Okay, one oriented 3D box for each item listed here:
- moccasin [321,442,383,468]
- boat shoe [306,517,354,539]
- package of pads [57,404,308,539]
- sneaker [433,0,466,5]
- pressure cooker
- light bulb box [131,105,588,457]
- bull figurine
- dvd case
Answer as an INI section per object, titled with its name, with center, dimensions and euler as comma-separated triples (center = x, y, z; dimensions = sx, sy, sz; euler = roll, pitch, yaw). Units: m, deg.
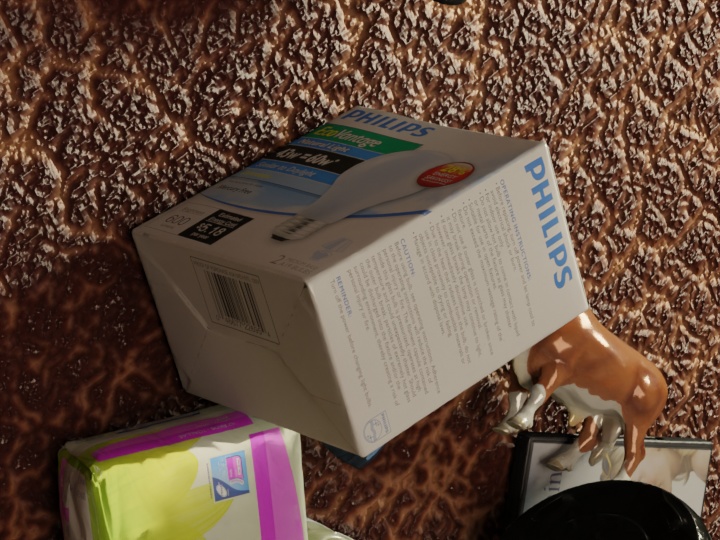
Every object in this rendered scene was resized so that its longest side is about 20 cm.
[moccasin]
center = 0.047, 0.055, 1.590
dimensions = 0.200, 0.080, 0.068
euler = -40, 106, -7
[boat shoe]
center = 0.010, 0.230, 1.601
dimensions = 0.200, 0.062, 0.072
euler = 33, 78, -37
[package of pads]
center = -0.111, 0.193, 1.483
dimensions = 0.154, 0.068, 0.201
euler = -13, 107, -25
[sneaker]
center = -0.016, -0.205, 1.497
dimensions = 0.199, 0.074, 0.089
euler = 27, 82, -28
[pressure cooker]
center = 0.186, 0.274, 1.649
dimensions = 0.178, 0.176, 0.201
euler = -34, 124, -15
[light bulb box]
center = 0.000, 0.000, 1.464
dimensions = 0.199, 0.198, 0.125
euler = -31, 118, -30
[bull figurine]
center = 0.147, 0.073, 1.667
dimensions = 0.200, 0.065, 0.122
euler = 33, 73, -32
[dvd case]
center = 0.186, 0.196, 1.759
dimensions = 0.199, 0.018, 0.144
euler = 5, 96, -38
